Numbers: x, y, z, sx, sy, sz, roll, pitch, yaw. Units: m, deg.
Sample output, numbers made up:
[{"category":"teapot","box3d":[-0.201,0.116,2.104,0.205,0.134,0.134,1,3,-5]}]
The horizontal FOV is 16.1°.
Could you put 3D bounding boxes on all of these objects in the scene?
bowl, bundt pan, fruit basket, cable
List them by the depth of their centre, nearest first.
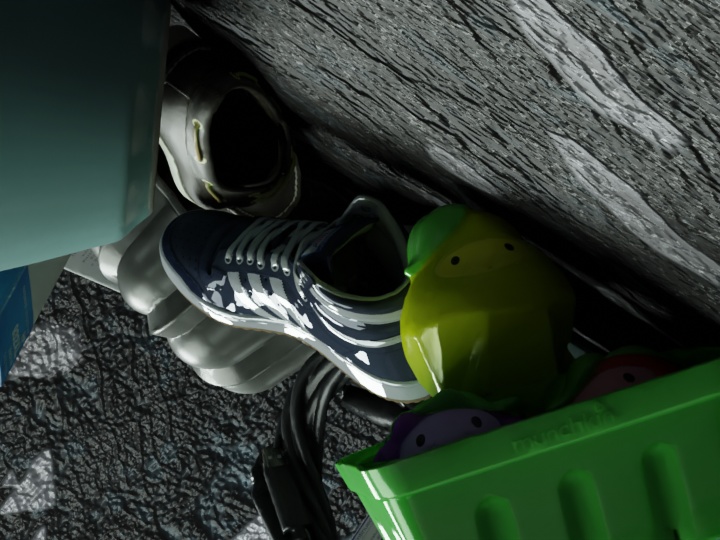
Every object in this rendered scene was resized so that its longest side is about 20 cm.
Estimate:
[{"category":"fruit basket","box3d":[0.082,0.059,1.301,0.215,0.216,0.155,35,174,-5]},{"category":"bowl","box3d":[-0.156,-0.090,1.335,0.104,0.202,0.201,5,177,-6]},{"category":"cable","box3d":[0.012,0.143,1.546,0.051,0.163,0.201,9,-137,-45]},{"category":"bundt pan","box3d":[-0.107,0.002,1.647,0.202,0.076,0.202,48,-174,-6]}]

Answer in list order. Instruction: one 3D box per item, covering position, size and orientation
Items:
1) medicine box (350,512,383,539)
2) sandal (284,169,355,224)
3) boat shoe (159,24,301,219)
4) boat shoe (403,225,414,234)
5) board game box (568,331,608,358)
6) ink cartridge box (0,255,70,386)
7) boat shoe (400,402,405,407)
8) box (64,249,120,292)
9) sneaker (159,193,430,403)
[{"category":"medicine box","box3d":[0.105,0.233,1.610,0.182,0.103,0.200,41,168,-32]},{"category":"sandal","box3d":[-0.007,-0.008,1.657,0.200,0.075,0.048,37,-160,-37]},{"category":"boat shoe","box3d":[-0.073,-0.070,1.483,0.060,0.072,0.201,36,173,27]},{"category":"boat shoe","box3d":[0.000,0.000,1.530,0.065,0.072,0.200,21,173,-20]},{"category":"board game box","box3d":[0.153,0.081,1.464,0.199,0.041,0.199,34,-177,9]},{"category":"ink cartridge box","box3d":[-0.239,-0.053,1.520,0.144,0.201,0.084,20,151,9]},{"category":"boat shoe","box3d":[0.058,0.068,1.581,0.072,0.060,0.202,14,-153,-44]},{"category":"box","box3d":[-0.202,-0.075,1.787,0.152,0.107,0.200,40,-174,25]},{"category":"sneaker","box3d":[-0.038,-0.007,1.433,0.199,0.070,0.109,27,154,26]}]
